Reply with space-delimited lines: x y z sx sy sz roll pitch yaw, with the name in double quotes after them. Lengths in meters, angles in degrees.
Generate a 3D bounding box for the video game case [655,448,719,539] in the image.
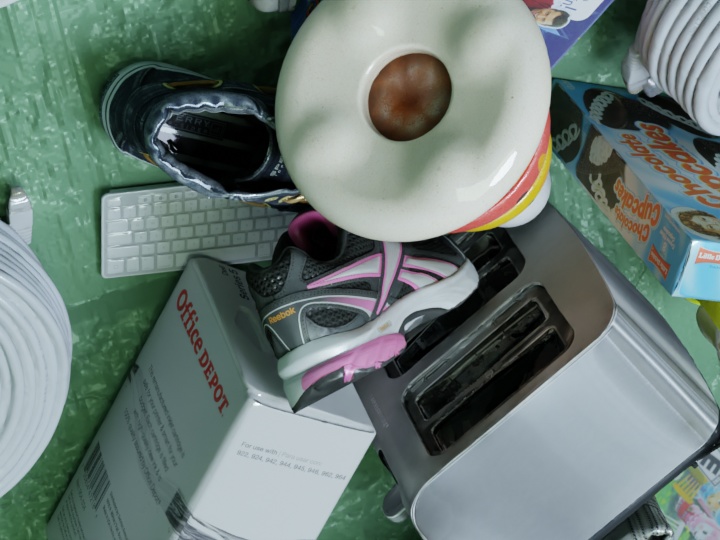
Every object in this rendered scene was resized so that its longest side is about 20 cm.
0.198 0.210 1.491 0.200 0.182 0.022 -46 166 30 "video game case"

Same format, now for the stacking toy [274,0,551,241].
0.056 -0.069 1.293 0.146 0.146 0.200 -43 156 9 "stacking toy"

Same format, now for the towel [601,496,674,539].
0.086 0.179 1.447 0.200 0.193 0.035 -41 104 7 "towel"

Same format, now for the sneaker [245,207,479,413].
0.000 0.000 1.311 0.080 0.200 0.086 -27 94 20 "sneaker"

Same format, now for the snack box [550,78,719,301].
0.184 -0.041 1.333 0.116 0.200 0.037 6 116 -22 "snack box"

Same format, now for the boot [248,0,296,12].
-0.112 -0.206 1.223 0.130 0.068 0.200 -18 119 0 "boot"

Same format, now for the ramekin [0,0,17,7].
-0.196 -0.224 1.120 0.200 0.098 0.201 3 117 5 "ramekin"

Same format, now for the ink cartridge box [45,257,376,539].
-0.087 0.117 1.364 0.084 0.146 0.200 18 115 -28 "ink cartridge box"

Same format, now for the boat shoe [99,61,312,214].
-0.036 -0.058 1.305 0.200 0.091 0.071 11 102 -24 "boat shoe"

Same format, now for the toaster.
0.095 0.068 1.380 0.200 0.181 0.119 -40 122 8 "toaster"

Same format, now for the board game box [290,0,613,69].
0.069 -0.162 1.271 0.135 0.035 0.200 15 139 -26 "board game box"

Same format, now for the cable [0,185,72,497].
-0.251 0.056 1.319 0.200 0.069 0.200 -18 124 -9 "cable"

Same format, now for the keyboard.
-0.046 -0.030 1.375 0.200 0.011 0.056 -7 122 -15 "keyboard"

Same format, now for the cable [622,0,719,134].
0.238 -0.156 1.302 0.200 0.069 0.200 -32 162 -8 "cable"

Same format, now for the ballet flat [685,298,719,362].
0.218 0.022 1.384 0.067 0.200 0.067 11 105 -10 "ballet flat"
